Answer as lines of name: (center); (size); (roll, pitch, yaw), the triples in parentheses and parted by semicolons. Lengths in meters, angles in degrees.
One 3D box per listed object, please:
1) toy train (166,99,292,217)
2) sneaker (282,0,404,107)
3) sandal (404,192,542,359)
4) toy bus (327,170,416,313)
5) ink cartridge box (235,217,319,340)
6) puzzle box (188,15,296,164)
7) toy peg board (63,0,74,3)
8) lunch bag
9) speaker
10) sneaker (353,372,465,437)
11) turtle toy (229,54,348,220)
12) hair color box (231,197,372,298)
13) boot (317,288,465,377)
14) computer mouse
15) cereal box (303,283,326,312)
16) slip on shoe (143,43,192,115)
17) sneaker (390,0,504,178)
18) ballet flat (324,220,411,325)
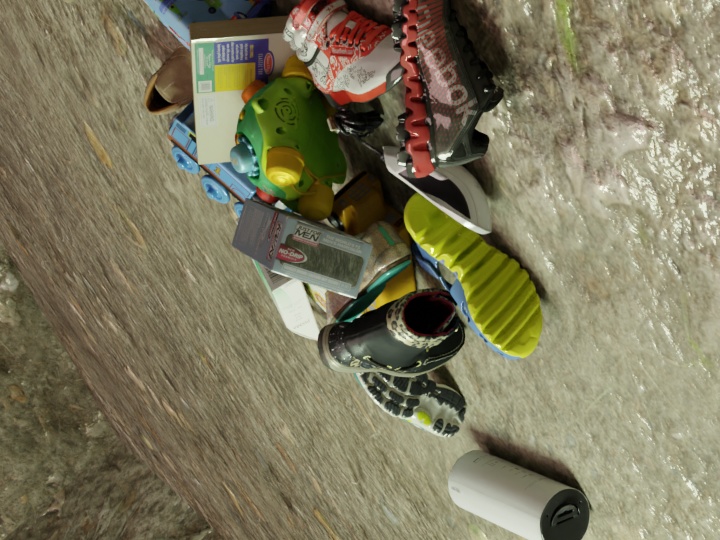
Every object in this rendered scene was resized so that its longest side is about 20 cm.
toy train: (-0.156, -0.134, 1.722); (0.200, 0.087, 0.114); (42, 156, -2)
sneaker: (-0.012, -0.221, 1.318); (0.108, 0.067, 0.201); (53, 162, -13)
sandal: (0.117, 0.006, 1.435); (0.201, 0.079, 0.087); (56, 167, 8)
toy bus: (0.016, -0.021, 1.602); (0.078, 0.065, 0.201); (37, 156, 30)
ink cartridge box: (-0.105, 0.035, 1.914); (0.201, 0.050, 0.162); (75, 168, -45)
puzzle box: (-0.115, -0.192, 1.484); (0.201, 0.131, 0.026); (97, 166, -55)
toy peg board: (-0.271, -0.411, 1.380); (0.201, 0.199, 0.098); (51, 144, -3)
lunch bag: (-0.180, -0.280, 1.563); (0.150, 0.094, 0.200); (44, 168, 10)
speaker: (0.196, 0.286, 1.727); (0.199, 0.081, 0.082); (13, 139, 58)
sneaker: (0.049, 0.155, 1.737); (0.079, 0.078, 0.200); (7, 154, 46)
turtle toy: (-0.074, -0.126, 1.464); (0.100, 0.148, 0.200); (-3, 152, 24)
hair color box: (-0.067, -0.027, 1.481); (0.098, 0.061, 0.200); (18, -178, -19)
boot: (0.071, 0.068, 1.526); (0.153, 0.201, 0.075); (-25, 72, 50)
computer mouse: (0.059, -0.107, 1.374); (0.199, 0.044, 0.109); (37, -170, 16)
cereal box: (0.003, 0.051, 1.790); (0.200, 0.039, 0.144); (45, 160, 15)
slip on shoe: (-0.229, -0.241, 1.751); (0.076, 0.060, 0.199); (55, 159, -13)
sneaker: (0.075, -0.181, 1.197); (0.071, 0.096, 0.203); (-77, -16, -68)
ballet flat: (0.000, 0.000, 1.521); (0.068, 0.068, 0.200); (57, 147, 9)
